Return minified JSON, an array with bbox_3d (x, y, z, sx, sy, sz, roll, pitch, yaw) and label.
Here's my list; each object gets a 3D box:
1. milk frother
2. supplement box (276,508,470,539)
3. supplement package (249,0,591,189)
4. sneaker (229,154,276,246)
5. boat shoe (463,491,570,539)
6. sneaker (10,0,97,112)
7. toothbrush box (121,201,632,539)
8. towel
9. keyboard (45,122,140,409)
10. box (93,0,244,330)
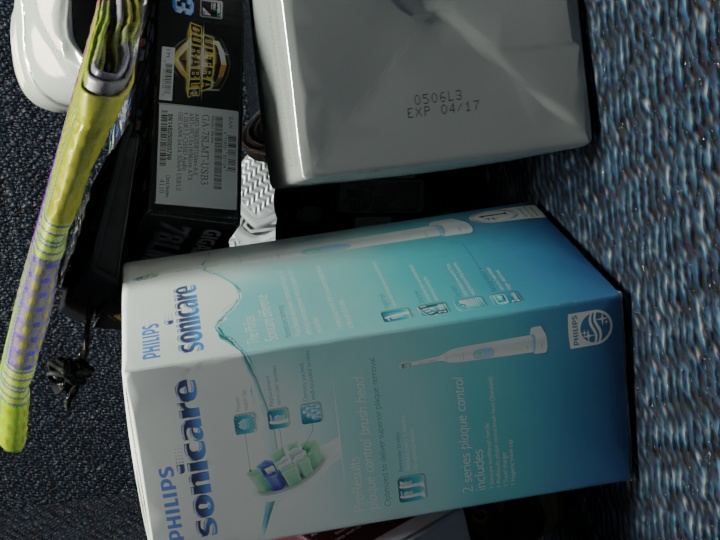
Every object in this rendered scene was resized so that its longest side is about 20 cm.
[{"bbox_3d":[0.000,0.000,0.937,0.200,0.179,0.189,-60,-25,-47],"label":"milk frother"},{"bbox_3d":[-0.017,0.140,0.730,0.200,0.061,0.110,17,127,58],"label":"supplement box"},{"bbox_3d":[0.016,-0.103,0.705,0.200,0.120,0.121,-169,71,-83],"label":"supplement package"},{"bbox_3d":[-0.024,-0.076,1.051,0.201,0.075,0.115,-60,-5,-2],"label":"sneaker"},{"bbox_3d":[0.007,0.079,0.782,0.200,0.072,0.072,37,144,24],"label":"boat shoe"},{"bbox_3d":[-0.156,-0.186,0.824,0.088,0.075,0.201,1,107,57],"label":"sneaker"},{"bbox_3d":[0.000,0.040,0.675,0.146,0.198,0.086,-119,22,-70],"label":"toothbrush box"},{"bbox_3d":[-0.137,-0.031,0.734,0.144,0.023,0.201,-100,28,-61],"label":"towel"},{"bbox_3d":[-0.139,0.004,0.792,0.200,0.020,0.128,153,125,-74],"label":"keyboard"},{"bbox_3d":[-0.100,-0.088,0.820,0.200,0.049,0.200,132,142,-66],"label":"box"}]
